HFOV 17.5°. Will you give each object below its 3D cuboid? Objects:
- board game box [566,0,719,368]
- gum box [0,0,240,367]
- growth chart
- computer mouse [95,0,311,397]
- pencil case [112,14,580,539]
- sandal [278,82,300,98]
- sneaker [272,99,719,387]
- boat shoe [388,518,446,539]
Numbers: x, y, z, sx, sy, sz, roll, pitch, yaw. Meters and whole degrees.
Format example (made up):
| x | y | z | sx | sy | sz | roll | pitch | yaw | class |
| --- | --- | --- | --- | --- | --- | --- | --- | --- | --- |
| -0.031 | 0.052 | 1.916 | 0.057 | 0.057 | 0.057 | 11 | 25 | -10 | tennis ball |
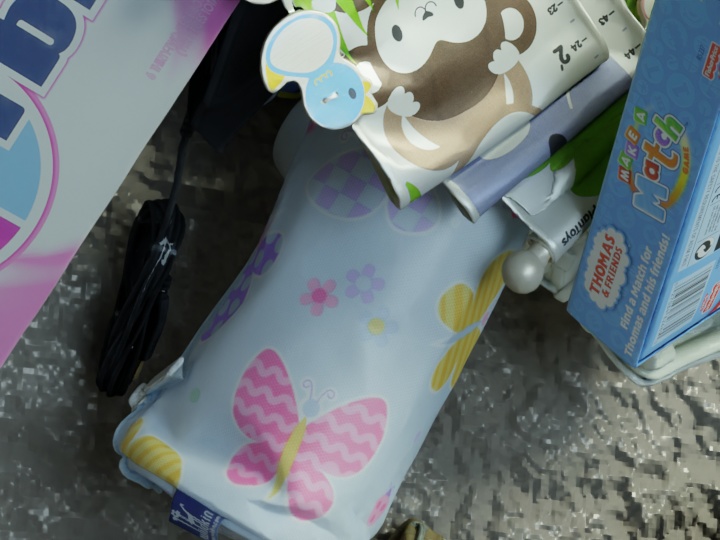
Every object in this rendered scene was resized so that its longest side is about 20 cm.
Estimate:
| x | y | z | sx | sy | sz | roll | pitch | yaw | class |
| --- | --- | --- | --- | --- | --- | --- | --- | --- | --- |
| 0.157 | -0.072 | 0.750 | 0.199 | 0.037 | 0.152 | -29 | 145 | -35 | board game box |
| -0.130 | -0.049 | 0.691 | 0.113 | 0.066 | 0.201 | 30 | 99 | -26 | gum box |
| 0.030 | -0.091 | 0.705 | 0.145 | 0.018 | 0.200 | -50 | 118 | -20 | growth chart |
| -0.045 | -0.037 | 0.752 | 0.034 | 0.201 | 0.059 | 15 | 36 | -13 | computer mouse |
| 0.000 | 0.000 | 0.767 | 0.201 | 0.090 | 0.083 | -61 | 157 | -5 | pencil case |
| 0.034 | -0.123 | 0.853 | 0.199 | 0.087 | 0.080 | -30 | 105 | -30 | sandal |
| 0.073 | -0.017 | 0.849 | 0.199 | 0.074 | 0.116 | 2 | 43 | -34 | sneaker |
| -0.007 | 0.133 | 0.784 | 0.076 | 0.072 | 0.200 | 48 | 20 | 7 | boat shoe |
